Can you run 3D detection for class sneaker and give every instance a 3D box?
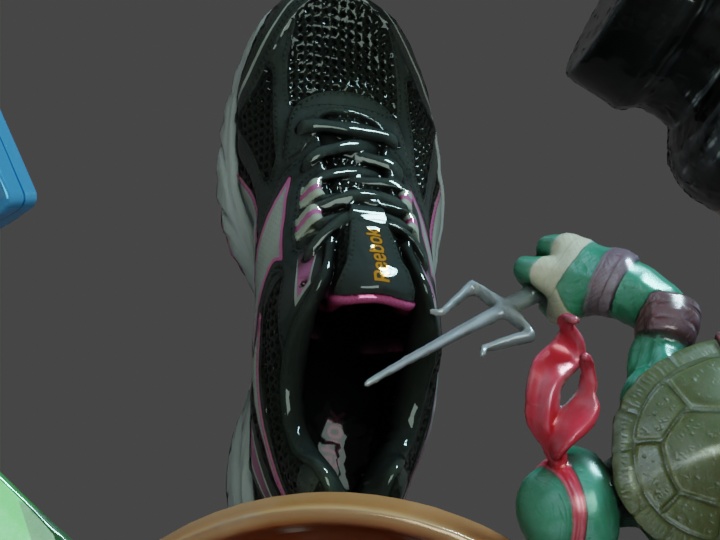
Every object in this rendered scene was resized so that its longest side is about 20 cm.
[{"bbox_3d":[0.000,0.000,0.776,0.080,0.086,0.201,0,74,-14],"label":"sneaker"}]

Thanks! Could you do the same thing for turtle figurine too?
[{"bbox_3d":[0.110,0.057,0.721,0.199,0.101,0.151,-12,94,-15],"label":"turtle figurine"}]

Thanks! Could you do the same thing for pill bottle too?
[{"bbox_3d":[0.175,-0.051,0.816,0.199,0.112,0.112,30,71,-3],"label":"pill bottle"}]

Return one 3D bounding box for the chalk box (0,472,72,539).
[{"bbox_3d":[-0.185,0.057,0.653,0.200,0.124,0.125,43,79,0],"label":"chalk box"}]

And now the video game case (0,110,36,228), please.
[{"bbox_3d":[-0.192,-0.078,0.742,0.143,0.018,0.201,-29,80,27],"label":"video game case"}]

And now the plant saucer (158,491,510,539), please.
[{"bbox_3d":[-0.003,0.160,0.714,0.199,0.032,0.201,2,106,7],"label":"plant saucer"}]
